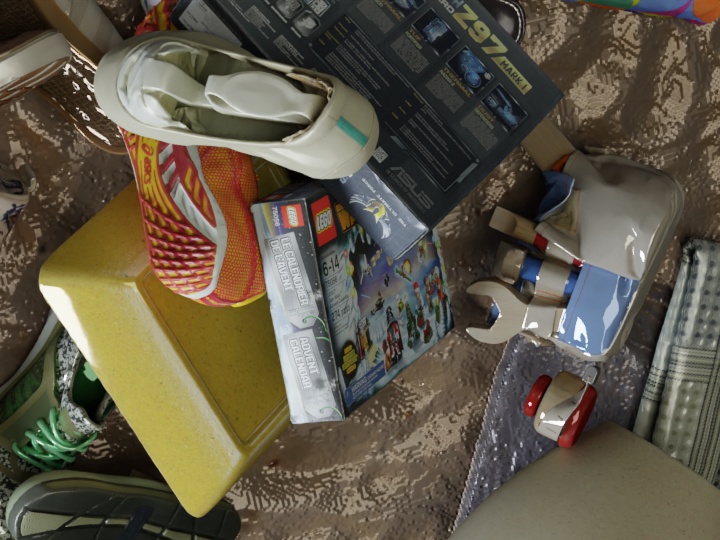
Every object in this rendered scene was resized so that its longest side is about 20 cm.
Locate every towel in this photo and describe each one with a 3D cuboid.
[{"bbox_3d":[0.299,0.082,1.471,0.192,0.035,0.201,7,101,-22],"label":"towel"}]

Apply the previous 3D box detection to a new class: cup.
[{"bbox_3d":[0.174,0.191,1.374,0.200,0.200,0.144,35,86,-23],"label":"cup"}]

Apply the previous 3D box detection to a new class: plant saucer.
[{"bbox_3d":[-0.080,0.021,1.267,0.200,0.048,0.200,-46,117,-33],"label":"plant saucer"}]

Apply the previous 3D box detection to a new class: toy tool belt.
[{"bbox_3d":[0.130,0.006,1.358,0.123,0.125,0.201,25,94,14],"label":"toy tool belt"}]

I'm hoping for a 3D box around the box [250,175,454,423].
[{"bbox_3d":[0.000,0.000,1.258,0.040,0.200,0.138,-6,103,24],"label":"box"}]

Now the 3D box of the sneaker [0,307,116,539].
[{"bbox_3d":[-0.194,0.093,1.279,0.077,0.089,0.201,25,97,-23],"label":"sneaker"}]

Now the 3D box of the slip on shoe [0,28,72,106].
[{"bbox_3d":[-0.271,-0.111,1.193,0.199,0.076,0.061,-22,91,12],"label":"slip on shoe"}]

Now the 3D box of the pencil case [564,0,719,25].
[{"bbox_3d":[0.152,-0.216,1.306,0.199,0.088,0.089,8,103,-21],"label":"pencil case"}]

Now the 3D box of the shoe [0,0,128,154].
[{"bbox_3d":[-0.200,-0.154,1.232,0.070,0.053,0.200,-33,112,29],"label":"shoe"}]

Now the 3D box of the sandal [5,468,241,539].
[{"bbox_3d":[-0.152,0.157,1.308,0.080,0.057,0.201,-50,139,11],"label":"sandal"}]

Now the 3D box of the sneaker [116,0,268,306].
[{"bbox_3d":[-0.100,-0.071,1.205,0.077,0.073,0.201,21,58,-58],"label":"sneaker"}]

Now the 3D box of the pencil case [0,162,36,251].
[{"bbox_3d":[-0.272,0.018,1.239,0.089,0.078,0.201,18,100,-43],"label":"pencil case"}]

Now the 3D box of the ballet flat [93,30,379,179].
[{"bbox_3d":[-0.082,-0.101,1.122,0.069,0.199,0.070,-33,130,-51],"label":"ballet flat"}]

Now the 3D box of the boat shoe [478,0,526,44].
[{"bbox_3d":[0.019,-0.149,1.290,0.199,0.065,0.072,-4,105,-18],"label":"boat shoe"}]

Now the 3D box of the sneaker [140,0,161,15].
[{"bbox_3d":[-0.088,-0.233,1.210,0.075,0.105,0.201,6,103,-19],"label":"sneaker"}]

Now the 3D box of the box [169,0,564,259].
[{"bbox_3d":[0.007,-0.128,1.201,0.200,0.051,0.158,47,54,-2],"label":"box"}]
